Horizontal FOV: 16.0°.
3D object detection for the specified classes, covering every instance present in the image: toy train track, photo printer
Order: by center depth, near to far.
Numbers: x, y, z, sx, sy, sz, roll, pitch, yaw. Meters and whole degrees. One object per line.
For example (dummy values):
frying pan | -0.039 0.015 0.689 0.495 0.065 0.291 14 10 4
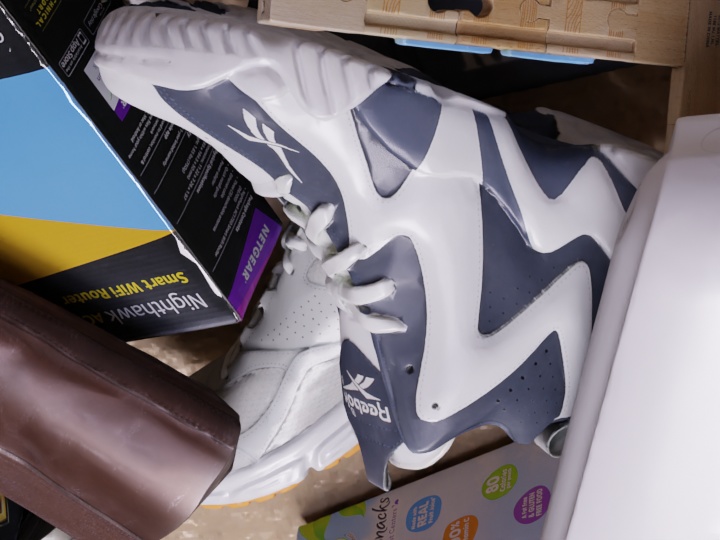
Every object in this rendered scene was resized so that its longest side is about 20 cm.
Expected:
photo printer | 0.146 0.046 0.747 0.166 0.069 0.200 15 132 6
toy train track | 0.061 -0.075 0.754 0.200 0.033 0.115 4 93 -24

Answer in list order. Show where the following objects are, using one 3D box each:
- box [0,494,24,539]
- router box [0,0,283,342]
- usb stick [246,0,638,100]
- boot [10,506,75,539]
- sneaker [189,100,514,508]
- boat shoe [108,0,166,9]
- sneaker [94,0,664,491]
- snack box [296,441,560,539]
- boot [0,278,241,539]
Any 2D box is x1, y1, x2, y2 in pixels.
box | -0.221 0.123 0.942 0.200 0.159 0.046 -19 124 22
router box | -0.146 -0.035 0.843 0.200 0.051 0.149 -11 130 35
usb stick | 0.057 -0.084 0.819 0.200 0.033 0.056 -12 120 15
boot | -0.090 0.168 1.022 0.200 0.073 0.182 40 137 -16
sneaker | -0.008 0.006 0.886 0.200 0.076 0.092 -30 113 18
boat shoe | -0.015 -0.143 0.763 0.200 0.072 0.069 -14 130 30
sneaker | 0.000 0.000 0.789 0.199 0.079 0.130 16 98 -23
snack box | 0.099 0.138 0.978 0.200 0.068 0.169 -24 124 26
boot | -0.152 0.051 0.862 0.200 0.064 0.186 30 144 -17
